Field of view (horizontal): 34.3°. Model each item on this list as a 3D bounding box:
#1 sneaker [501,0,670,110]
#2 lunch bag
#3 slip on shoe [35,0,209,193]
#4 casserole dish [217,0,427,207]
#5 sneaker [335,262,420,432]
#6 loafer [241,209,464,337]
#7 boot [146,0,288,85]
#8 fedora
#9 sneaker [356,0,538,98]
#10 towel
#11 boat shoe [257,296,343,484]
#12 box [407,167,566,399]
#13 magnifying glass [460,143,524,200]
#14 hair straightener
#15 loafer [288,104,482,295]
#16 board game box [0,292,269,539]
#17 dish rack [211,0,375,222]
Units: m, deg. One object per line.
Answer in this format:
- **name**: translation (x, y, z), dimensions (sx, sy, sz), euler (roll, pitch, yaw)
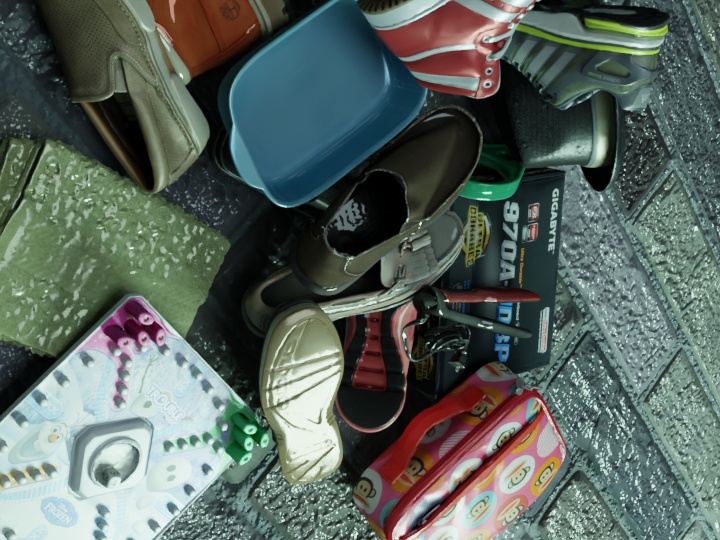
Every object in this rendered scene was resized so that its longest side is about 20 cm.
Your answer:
- **sneaker**: translation (0.148, -0.171, 0.933), dimensions (0.074, 0.200, 0.081), euler (-20, 117, -42)
- **lunch bag**: translation (0.091, 0.182, 1.086), dimensions (0.200, 0.082, 0.176), euler (-41, 138, -10)
- **slip on shoe**: translation (-0.173, -0.138, 0.784), dimensions (0.061, 0.076, 0.200), euler (-60, 141, -31)
- **casserole dish**: translation (-0.029, -0.134, 0.863), dimensions (0.200, 0.039, 0.121), euler (-40, 125, -26)
- **sneaker**: translation (0.014, 0.042, 1.022), dimensions (0.087, 0.074, 0.200), euler (90, 10, -80)
- **loafer**: translation (0.000, 0.000, 0.945), dimensions (0.200, 0.063, 0.072), euler (-24, 81, -13)
- **boot**: translation (-0.140, -0.221, 0.791), dimensions (0.107, 0.075, 0.200), euler (-38, 121, -9)
- **fedora**: translation (0.165, -0.162, 1.033), dimensions (0.092, 0.201, 0.201), euler (-11, 115, -2)
- **sneaker**: translation (0.110, -0.196, 0.839), dimensions (0.112, 0.200, 0.071), euler (51, 29, -43)
- **towel**: translation (-0.193, 0.000, 0.839), dimensions (0.200, 0.036, 0.149), euler (27, 85, -42)
- **boat shoe**: translation (-0.054, 0.092, 0.944), dimensions (0.072, 0.065, 0.200), euler (-21, 136, -15)
- **box**: translation (0.119, 0.007, 1.103), dimensions (0.159, 0.046, 0.200), euler (-11, 111, -38)
- **magnifying glass**: translation (0.137, -0.102, 1.074), dimensions (0.200, 0.080, 0.022), euler (-23, 136, -45)
- **hair straightener**: translation (0.095, 0.053, 1.009), dimensions (0.200, 0.041, 0.077), euler (2, 99, -58)
- **loafer**: translation (0.032, -0.058, 0.900), dimensions (0.073, 0.071, 0.200), euler (44, 69, -4)
- **board game box**: translation (-0.182, 0.144, 0.869), dimensions (0.200, 0.026, 0.200), euler (-45, 136, -10)
- **dish rack**: translation (-0.016, -0.143, 0.935), dimensions (0.153, 0.055, 0.200), euler (27, 84, -44)
